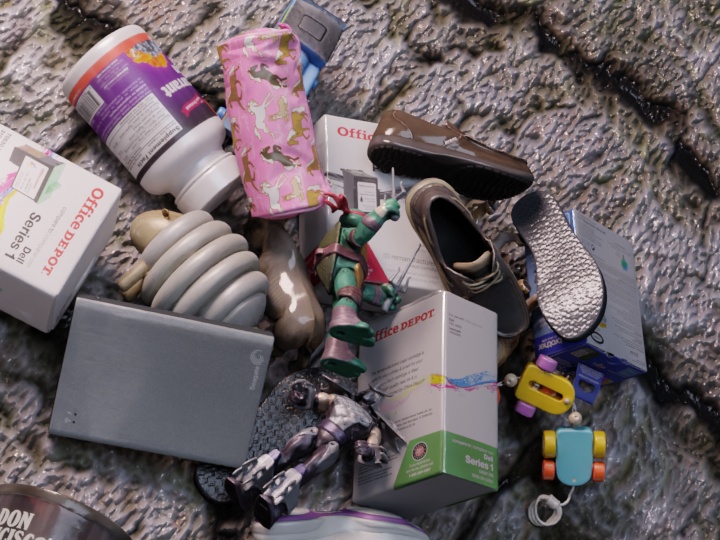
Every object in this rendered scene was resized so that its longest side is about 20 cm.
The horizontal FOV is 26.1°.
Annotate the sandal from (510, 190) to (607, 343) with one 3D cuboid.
[{"bbox_3d":[0.225,-0.004,1.723,0.076,0.043,0.201,-22,51,12],"label":"sandal"}]

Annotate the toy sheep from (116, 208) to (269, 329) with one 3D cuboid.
[{"bbox_3d":[-0.163,0.016,1.598,0.200,0.138,0.138,47,56,7],"label":"toy sheep"}]

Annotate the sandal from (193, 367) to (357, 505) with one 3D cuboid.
[{"bbox_3d":[-0.091,0.170,1.617,0.200,0.045,0.075,-36,80,-19],"label":"sandal"}]

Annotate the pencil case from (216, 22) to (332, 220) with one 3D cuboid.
[{"bbox_3d":[-0.090,-0.154,1.621,0.086,0.082,0.202,-16,94,-46],"label":"pencil case"}]

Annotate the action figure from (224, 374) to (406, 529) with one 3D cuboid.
[{"bbox_3d":[-0.039,0.173,1.551,0.130,0.070,0.200,30,56,34],"label":"action figure"}]

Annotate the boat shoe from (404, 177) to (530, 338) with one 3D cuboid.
[{"bbox_3d":[0.114,-0.005,1.657,0.074,0.073,0.200,-37,103,3],"label":"boat shoe"}]

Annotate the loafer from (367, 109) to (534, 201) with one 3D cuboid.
[{"bbox_3d":[0.105,-0.135,1.726,0.199,0.073,0.071,16,62,-21],"label":"loafer"}]

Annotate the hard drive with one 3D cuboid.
[{"bbox_3d":[-0.196,0.110,1.536,0.198,0.033,0.141,12,101,-12],"label":"hard drive"}]

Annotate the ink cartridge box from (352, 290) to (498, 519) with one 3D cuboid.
[{"bbox_3d":[0.069,0.142,1.631,0.084,0.144,0.201,21,58,-34],"label":"ink cartridge box"}]

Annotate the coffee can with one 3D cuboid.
[{"bbox_3d":[-0.303,0.313,1.382,0.146,0.146,0.201,27,59,-12],"label":"coffee can"}]

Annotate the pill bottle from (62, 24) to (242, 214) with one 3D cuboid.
[{"bbox_3d":[-0.214,-0.153,1.659,0.200,0.111,0.111,49,57,2],"label":"pill bottle"}]

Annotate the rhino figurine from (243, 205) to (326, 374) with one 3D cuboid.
[{"bbox_3d":[-0.086,0.008,1.659,0.059,0.088,0.201,-2,60,-30],"label":"rhino figurine"}]

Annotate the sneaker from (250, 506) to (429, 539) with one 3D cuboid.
[{"bbox_3d":[-0.023,0.292,1.584,0.199,0.075,0.100,5,88,-26],"label":"sneaker"}]

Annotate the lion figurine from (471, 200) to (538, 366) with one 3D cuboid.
[{"bbox_3d":[0.139,0.020,1.770,0.072,0.122,0.201,25,38,-41],"label":"lion figurine"}]

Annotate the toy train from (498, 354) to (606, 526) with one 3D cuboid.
[{"bbox_3d":[0.182,0.176,1.728,0.150,0.056,0.200,-38,95,6],"label":"toy train"}]

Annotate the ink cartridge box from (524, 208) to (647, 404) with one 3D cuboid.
[{"bbox_3d":[0.259,0.048,1.787,0.136,0.076,0.201,24,53,-45],"label":"ink cartridge box"}]

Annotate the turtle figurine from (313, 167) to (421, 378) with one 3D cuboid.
[{"bbox_3d":[0.000,0.000,1.603,0.100,0.150,0.201,3,56,12],"label":"turtle figurine"}]

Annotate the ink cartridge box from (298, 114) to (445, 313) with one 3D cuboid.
[{"bbox_3d":[0.011,-0.062,1.741,0.144,0.083,0.201,8,65,-22],"label":"ink cartridge box"}]

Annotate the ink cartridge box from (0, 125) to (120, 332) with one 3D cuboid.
[{"bbox_3d":[-0.357,-0.055,1.539,0.199,0.084,0.145,28,58,-2],"label":"ink cartridge box"}]

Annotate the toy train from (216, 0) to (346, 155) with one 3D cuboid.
[{"bbox_3d":[-0.093,-0.211,1.741,0.086,0.114,0.201,32,57,-8],"label":"toy train"}]
